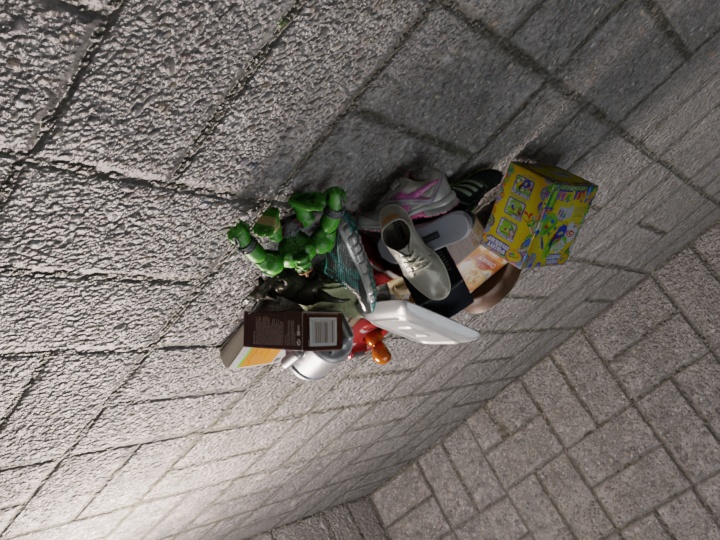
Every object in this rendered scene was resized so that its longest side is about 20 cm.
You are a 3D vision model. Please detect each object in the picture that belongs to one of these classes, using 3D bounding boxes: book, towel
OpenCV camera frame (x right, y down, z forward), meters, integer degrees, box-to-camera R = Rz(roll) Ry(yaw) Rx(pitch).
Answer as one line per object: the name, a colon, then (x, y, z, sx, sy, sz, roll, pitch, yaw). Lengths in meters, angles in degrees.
book: (-0.192, 0.149, 1.470, 0.134, 0.048, 0.198, -48, 152, 23)
towel: (-0.058, 0.062, 1.411, 0.144, 0.037, 0.201, -5, 159, 9)

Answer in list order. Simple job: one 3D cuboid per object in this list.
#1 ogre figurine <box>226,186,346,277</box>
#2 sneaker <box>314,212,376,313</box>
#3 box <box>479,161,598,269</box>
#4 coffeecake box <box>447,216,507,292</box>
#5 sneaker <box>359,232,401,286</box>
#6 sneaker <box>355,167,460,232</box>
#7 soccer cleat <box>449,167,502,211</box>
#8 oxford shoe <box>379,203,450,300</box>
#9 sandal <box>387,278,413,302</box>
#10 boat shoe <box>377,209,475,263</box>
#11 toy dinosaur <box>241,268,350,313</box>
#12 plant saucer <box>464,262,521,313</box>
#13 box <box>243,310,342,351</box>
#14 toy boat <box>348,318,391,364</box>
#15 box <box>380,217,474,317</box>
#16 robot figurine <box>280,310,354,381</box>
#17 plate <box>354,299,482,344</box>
ogre figurine: (-0.110, -0.059, 1.131, 0.199, 0.097, 0.121, -39, 142, -23)
sneaker: (-0.029, -0.006, 1.262, 0.089, 0.204, 0.078, -16, -159, 10)
box: (0.391, -0.120, 1.486, 0.197, 0.121, 0.197, -3, 119, -46)
coffeecake box: (0.249, -0.018, 1.624, 0.199, 0.074, 0.152, -41, 146, 20)
sneaker: (0.000, 0.000, 1.383, 0.114, 0.080, 0.199, -32, 147, 19)
sneaker: (0.079, -0.130, 1.241, 0.195, 0.090, 0.081, -17, -171, 14)
soccer cleat: (0.212, -0.147, 1.351, 0.196, 0.082, 0.068, -21, 154, -27)
oxford shoe: (0.094, -0.024, 1.204, 0.074, 0.202, 0.058, -28, -161, 18)
sandal: (0.107, 0.047, 1.598, 0.077, 0.071, 0.212, -31, 156, 6)
boat shoe: (0.124, -0.068, 1.255, 0.197, 0.071, 0.066, -23, -176, 34)
toy dinosaur: (-0.117, 0.028, 1.263, 0.195, 0.079, 0.103, 6, 145, -16)
plant saucer: (0.317, 0.016, 1.699, 0.032, 0.202, 0.199, 39, 113, -24)
box: (-0.131, 0.113, 1.294, 0.099, 0.077, 0.197, 4, 173, -42)
toy boat: (0.036, 0.168, 1.666, 0.129, 0.132, 0.201, -5, 145, -45)
box: (0.130, -0.014, 1.354, 0.103, 0.203, 0.148, -29, 157, 6)
robot figurine: (-0.090, 0.161, 1.430, 0.167, 0.115, 0.200, -14, 161, -37)
plate: (0.108, 0.108, 1.338, 0.196, 0.033, 0.199, 24, 164, -24)
